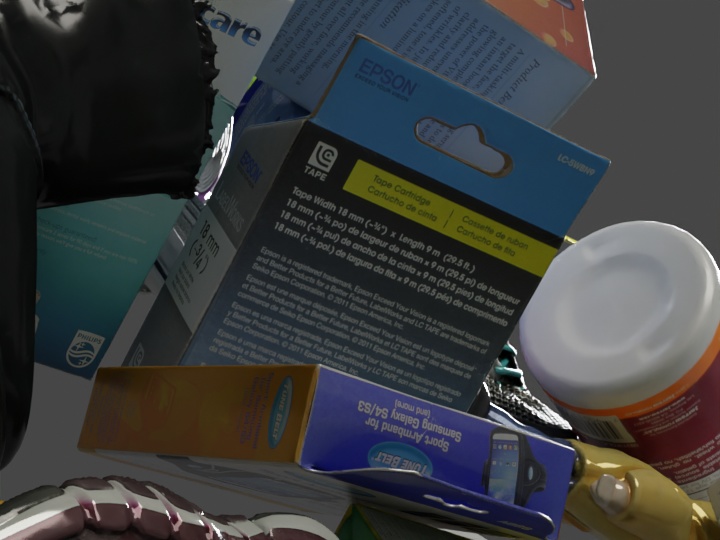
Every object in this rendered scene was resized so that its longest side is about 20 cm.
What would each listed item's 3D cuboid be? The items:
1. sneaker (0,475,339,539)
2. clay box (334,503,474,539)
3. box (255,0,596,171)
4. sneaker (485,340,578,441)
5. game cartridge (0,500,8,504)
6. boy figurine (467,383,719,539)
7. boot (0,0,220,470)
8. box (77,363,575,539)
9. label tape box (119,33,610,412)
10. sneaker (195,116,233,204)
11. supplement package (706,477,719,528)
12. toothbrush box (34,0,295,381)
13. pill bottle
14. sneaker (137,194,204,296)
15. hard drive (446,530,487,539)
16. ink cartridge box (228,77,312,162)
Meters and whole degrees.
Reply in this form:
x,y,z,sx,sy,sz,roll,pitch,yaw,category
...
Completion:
x,y,z,sx,sy,sz,roll,pitch,yaw,category
-0.030,0.116,0.447,0.115,0.076,0.200,40,16,28,sneaker
0.087,0.155,0.622,0.199,0.048,0.115,23,14,-28,clay box
0.012,-0.154,0.911,0.199,0.106,0.153,30,31,-20,box
0.055,0.038,1.010,0.200,0.092,0.077,37,15,28,sneaker
-0.134,0.113,0.451,0.199,0.033,0.176,17,18,-50,game cartridge
0.121,0.122,0.895,0.199,0.065,0.124,30,-13,-14,boy figurine
-0.118,-0.031,0.634,0.073,0.200,0.162,-5,9,37,boot
-0.012,0.068,0.659,0.118,0.042,0.199,20,-16,-31,box
0.000,0.000,0.790,0.144,0.201,0.063,23,14,-27,label tape box
-0.130,-0.111,0.974,0.099,0.202,0.075,0,16,25,sneaker
0.291,0.157,0.811,0.150,0.152,0.201,22,36,-30,supplement package
-0.134,-0.077,0.793,0.085,0.201,0.146,20,15,-34,toothbrush box
0.178,0.074,0.969,0.114,0.114,0.200,44,-5,48,pill bottle
-0.126,-0.023,0.909,0.200,0.071,0.073,52,14,17,sneaker
0.042,0.154,0.692,0.131,0.026,0.200,31,13,4,hard drive
-0.001,-0.045,0.940,0.136,0.076,0.201,30,30,-20,ink cartridge box
